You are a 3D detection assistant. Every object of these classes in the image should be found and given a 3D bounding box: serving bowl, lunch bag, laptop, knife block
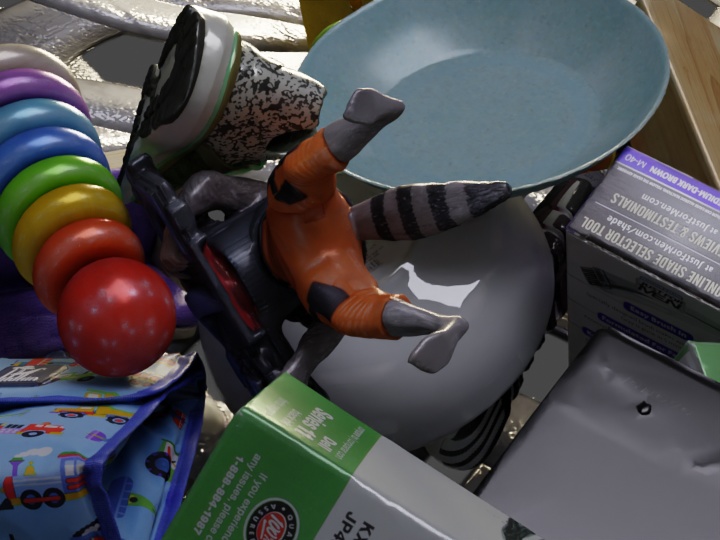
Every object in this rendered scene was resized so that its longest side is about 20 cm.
[{"bbox_3d":[0.000,0.000,0.929,0.199,0.066,0.201,-10,52,13],"label":"serving bowl"},{"bbox_3d":[-0.157,0.087,0.792,0.150,0.094,0.200,-5,19,8],"label":"lunch bag"},{"bbox_3d":[0.127,0.161,0.732,0.187,0.201,0.116,28,18,21],"label":"laptop"},{"bbox_3d":[0.206,-0.041,1.001,0.200,0.064,0.176,33,57,-4],"label":"knife block"}]

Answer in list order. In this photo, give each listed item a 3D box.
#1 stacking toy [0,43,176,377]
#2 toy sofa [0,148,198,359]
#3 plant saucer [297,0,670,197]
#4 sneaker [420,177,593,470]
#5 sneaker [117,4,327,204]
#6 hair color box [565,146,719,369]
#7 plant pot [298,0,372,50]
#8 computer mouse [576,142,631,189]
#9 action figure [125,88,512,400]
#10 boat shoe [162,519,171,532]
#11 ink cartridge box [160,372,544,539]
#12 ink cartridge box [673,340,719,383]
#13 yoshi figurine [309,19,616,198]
[{"bbox_3d":[-0.146,-0.023,0.834,0.085,0.086,0.200,-5,41,-29],"label":"stacking toy"},{"bbox_3d":[-0.178,-0.007,0.943,0.199,0.083,0.098,-13,40,-37],"label":"toy sofa"},{"bbox_3d":[0.065,-0.090,0.925,0.200,0.039,0.201,-7,41,6],"label":"plant saucer"},{"bbox_3d":[0.051,0.011,0.981,0.115,0.076,0.200,18,54,21],"label":"sneaker"},{"bbox_3d":[-0.069,-0.066,0.872,0.088,0.077,0.200,18,-12,-12],"label":"sneaker"},{"bbox_3d":[0.169,0.033,0.915,0.109,0.200,0.065,29,68,21],"label":"hair color box"},{"bbox_3d":[0.057,-0.233,1.277,0.176,0.201,0.200,-35,42,-29],"label":"plant pot"},{"bbox_3d":[0.193,-0.090,1.268,0.140,0.046,0.200,-16,44,-24],"label":"computer mouse"},{"bbox_3d":[-0.012,0.014,0.806,0.104,0.201,0.193,-32,11,-29],"label":"action figure"},{"bbox_3d":[-0.005,0.139,0.800,0.199,0.073,0.062,1,37,-12],"label":"boat shoe"},{"bbox_3d":[0.012,0.155,0.643,0.200,0.147,0.083,31,8,5],"label":"ink cartridge box"},{"bbox_3d":[0.228,0.109,0.858,0.199,0.146,0.088,1,53,-21],"label":"ink cartridge box"},{"bbox_3d":[0.050,-0.107,1.046,0.199,0.113,0.112,1,40,-7],"label":"yoshi figurine"}]
